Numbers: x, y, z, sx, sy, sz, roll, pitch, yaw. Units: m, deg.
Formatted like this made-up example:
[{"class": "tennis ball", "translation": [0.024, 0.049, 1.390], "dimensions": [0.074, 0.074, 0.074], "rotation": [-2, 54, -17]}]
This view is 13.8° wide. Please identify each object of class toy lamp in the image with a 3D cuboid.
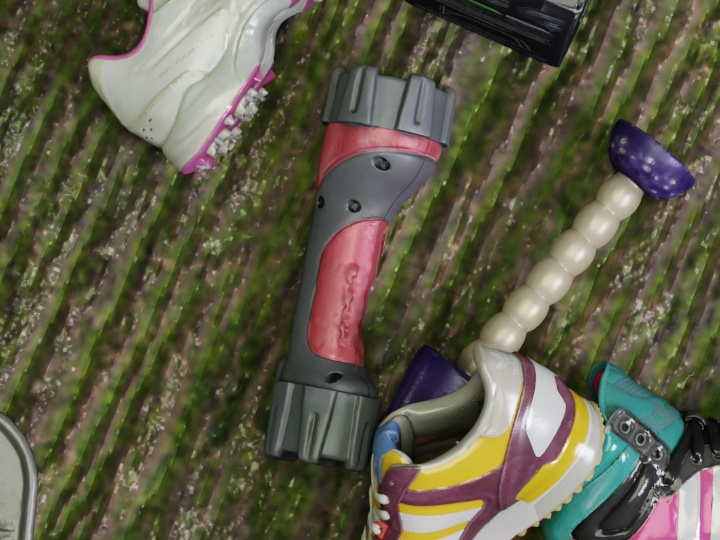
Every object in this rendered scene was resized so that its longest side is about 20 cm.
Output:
[{"class": "toy lamp", "translation": [0.086, 0.014, 1.503], "dimensions": [0.058, 0.058, 0.200], "rotation": [38, 86, 3]}]

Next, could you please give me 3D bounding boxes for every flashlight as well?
[{"class": "flashlight", "translation": [0.000, 0.000, 1.500], "dimensions": [0.068, 0.068, 0.201], "rotation": [10, 85, -1]}]

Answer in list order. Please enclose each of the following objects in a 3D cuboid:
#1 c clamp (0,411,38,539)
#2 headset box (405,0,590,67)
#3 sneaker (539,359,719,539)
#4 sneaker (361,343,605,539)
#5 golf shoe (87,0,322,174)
[{"class": "c clamp", "translation": [-0.251, 0.158, 1.513], "dimensions": [0.170, 0.027, 0.201], "rotation": [11, 87, 2]}, {"class": "headset box", "translation": [0.094, -0.207, 1.446], "dimensions": [0.092, 0.200, 0.175], "rotation": [23, 86, 3]}, {"class": "sneaker", "translation": [0.168, 0.086, 1.486], "dimensions": [0.200, 0.084, 0.121], "rotation": [-37, 96, 0]}, {"class": "sneaker", "translation": [0.025, 0.117, 1.458], "dimensions": [0.090, 0.075, 0.200], "rotation": [34, 107, -27]}, {"class": "golf shoe", "translation": [-0.063, -0.151, 1.510], "dimensions": [0.091, 0.075, 0.201], "rotation": [32, 86, 6]}]
